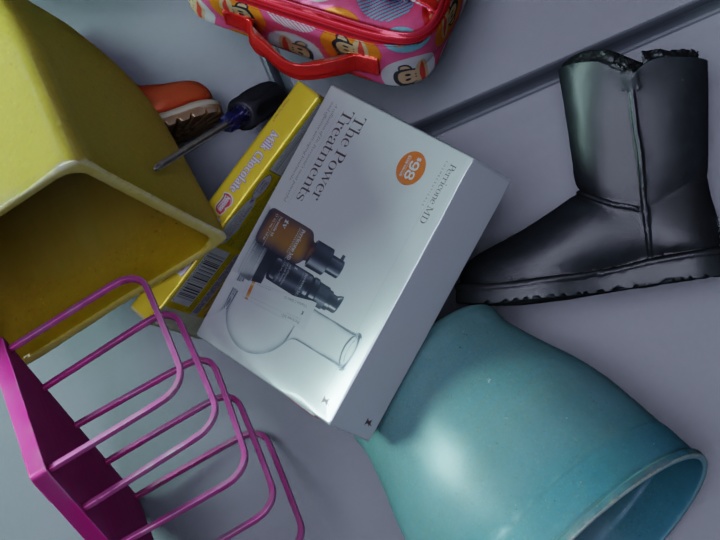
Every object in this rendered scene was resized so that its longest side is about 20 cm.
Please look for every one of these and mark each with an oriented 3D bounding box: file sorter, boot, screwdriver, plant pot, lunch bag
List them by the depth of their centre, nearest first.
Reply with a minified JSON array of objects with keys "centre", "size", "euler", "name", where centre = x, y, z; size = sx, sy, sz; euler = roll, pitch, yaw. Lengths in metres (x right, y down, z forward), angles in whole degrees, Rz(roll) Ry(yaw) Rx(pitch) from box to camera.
[{"centre":[-0.243,-0.081,1.545],"size":[0.195,0.194,0.201],"euler":[-30,64,17],"name":"plant pot"},{"centre":[0.101,0.134,1.550],"size":[0.200,0.200,0.188],"euler":[-46,67,5],"name":"plant pot"},{"centre":[-0.142,0.122,1.563],"size":[0.125,0.200,0.139],"euler":[-31,43,3],"name":"file sorter"},{"centre":[-0.104,-0.098,1.587],"size":[0.029,0.200,0.028],"euler":[1,109,27],"name":"screwdriver"},{"centre":[0.155,-0.066,1.596],"size":[0.199,0.076,0.169],"euler":[-9,87,8],"name":"boot"},{"centre":[-0.023,-0.214,1.599],"size":[0.199,0.082,0.177],"euler":[18,64,11],"name":"lunch bag"},{"centre":[-0.201,-0.131,1.664],"size":[0.199,0.075,0.108],"euler":[-8,82,11],"name":"boot"}]

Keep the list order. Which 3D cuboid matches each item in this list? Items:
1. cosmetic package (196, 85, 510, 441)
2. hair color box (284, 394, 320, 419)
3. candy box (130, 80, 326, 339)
[{"centre":[-0.007,-0.007,1.540],"size":[0.150,0.052,0.201],"euler":[30,92,40],"name":"cosmetic package"},{"centre":[0.000,0.000,1.606],"size":[0.111,0.064,0.201],"euler":[33,96,41],"name":"hair color box"},{"centre":[-0.081,-0.041,1.622],"size":[0.026,0.102,0.200],"euler":[38,94,16],"name":"candy box"}]
